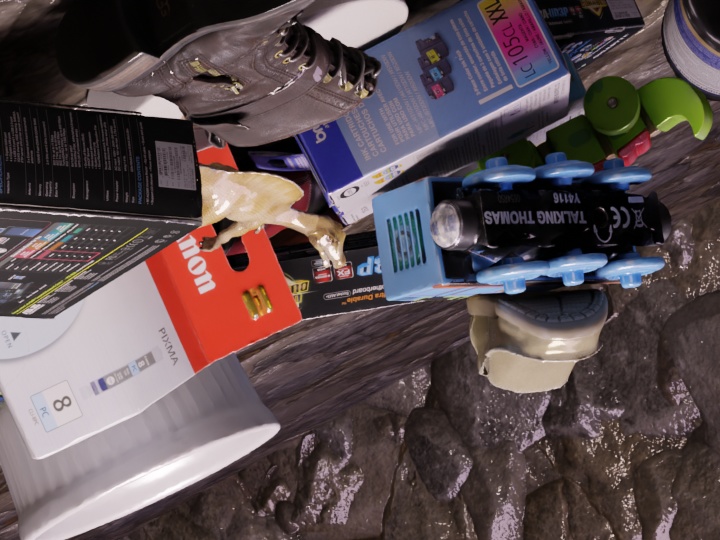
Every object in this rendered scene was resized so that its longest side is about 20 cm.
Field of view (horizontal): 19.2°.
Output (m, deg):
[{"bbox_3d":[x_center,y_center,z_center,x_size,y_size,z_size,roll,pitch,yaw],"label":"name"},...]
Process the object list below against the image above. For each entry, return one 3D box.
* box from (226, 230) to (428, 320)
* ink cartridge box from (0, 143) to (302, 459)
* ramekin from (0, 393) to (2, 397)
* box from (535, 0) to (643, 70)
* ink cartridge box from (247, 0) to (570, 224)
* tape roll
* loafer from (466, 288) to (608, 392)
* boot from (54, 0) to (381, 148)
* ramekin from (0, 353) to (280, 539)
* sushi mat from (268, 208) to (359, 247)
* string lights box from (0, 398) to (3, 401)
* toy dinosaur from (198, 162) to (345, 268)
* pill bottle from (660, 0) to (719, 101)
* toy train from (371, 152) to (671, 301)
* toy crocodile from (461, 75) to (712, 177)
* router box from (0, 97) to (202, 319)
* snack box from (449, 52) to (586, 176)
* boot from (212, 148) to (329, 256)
[{"bbox_3d":[0.000,0.000,1.511,0.198,0.046,0.159,-9,-175,-5],"label":"box"},{"bbox_3d":[-0.153,0.007,1.365,0.199,0.161,0.047,-25,-170,-7],"label":"ink cartridge box"},{"bbox_3d":[-0.194,0.010,1.480,0.199,0.098,0.200,-25,172,-4],"label":"ramekin"},{"bbox_3d":[0.086,-0.142,1.537,0.200,0.046,0.159,-33,168,37],"label":"box"},{"bbox_3d":[0.029,-0.097,1.342,0.199,0.077,0.136,-28,171,1],"label":"ink cartridge box"},{"bbox_3d":[-0.067,-0.125,1.266,0.202,0.037,0.203,-27,171,-4],"label":"tape roll"},{"bbox_3d":[0.120,0.048,1.427,0.075,0.069,0.200,-6,-177,-7],"label":"loafer"},{"bbox_3d":[-0.043,-0.124,1.106,0.199,0.070,0.174,-20,159,31],"label":"boot"},{"bbox_3d":[-0.166,0.111,1.508,0.199,0.098,0.201,-26,172,-4],"label":"ramekin"},{"bbox_3d":[-0.040,-0.030,1.659,0.199,0.012,0.096,-35,-161,13],"label":"sushi mat"},{"bbox_3d":[-0.222,0.100,1.697,0.199,0.104,0.059,-3,-175,30],"label":"string lights box"},{"bbox_3d":[-0.088,-0.049,1.315,0.101,0.059,0.200,-9,160,36],"label":"toy dinosaur"},{"bbox_3d":[0.296,-0.197,1.669,0.111,0.112,0.200,-26,172,-2],"label":"pill bottle"},{"bbox_3d":[0.106,-0.025,1.356,0.199,0.087,0.114,-2,172,-41],"label":"toy train"},{"bbox_3d":[0.141,-0.077,1.436,0.199,0.062,0.068,-27,166,6],"label":"toy crocodile"},{"bbox_3d":[-0.197,-0.029,1.152,0.149,0.063,0.200,3,162,-33],"label":"router box"},{"bbox_3d":[0.102,-0.092,1.538,0.116,0.037,0.200,-25,169,-2],"label":"snack box"},{"bbox_3d":[-0.096,-0.028,1.662,0.144,0.073,0.200,-22,167,-37],"label":"boot"}]
